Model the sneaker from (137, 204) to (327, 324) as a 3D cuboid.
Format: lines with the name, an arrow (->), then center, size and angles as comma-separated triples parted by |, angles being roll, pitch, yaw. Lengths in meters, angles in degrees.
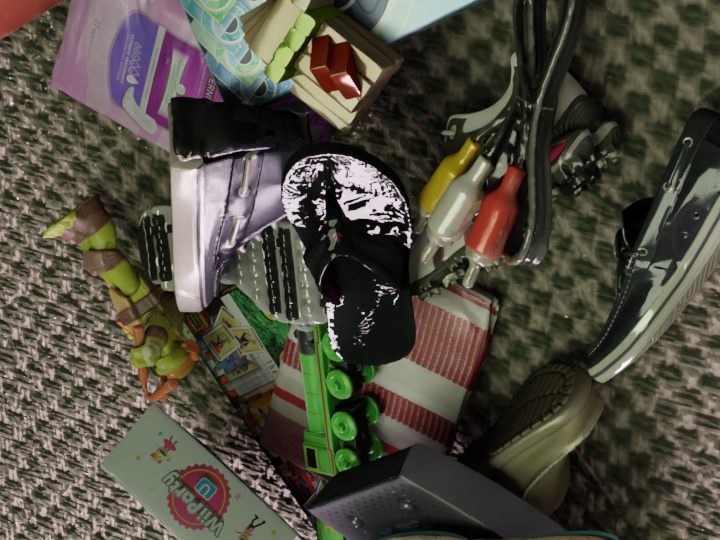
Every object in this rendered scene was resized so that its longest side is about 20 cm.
sneaker -> -0.064, -0.015, 1.193 | 0.199, 0.081, 0.076 | 15, 113, 38

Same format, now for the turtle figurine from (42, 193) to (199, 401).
turtle figurine -> -0.166, 0.022, 1.265 | 0.064, 0.200, 0.162 | -35, 98, -3

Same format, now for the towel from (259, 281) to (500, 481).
towel -> 0.011, 0.074, 1.233 | 0.143, 0.023, 0.202 | 25, 120, 15

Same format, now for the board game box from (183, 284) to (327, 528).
board game box -> -0.050, 0.099, 1.305 | 0.104, 0.023, 0.201 | -27, 100, 38

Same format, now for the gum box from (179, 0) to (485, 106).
gum box -> -0.025, -0.210, 1.039 | 0.199, 0.045, 0.171 | -22, 94, 25

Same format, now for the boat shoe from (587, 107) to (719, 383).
boat shoe -> 0.187, -0.015, 1.053 | 0.062, 0.074, 0.201 | 37, 126, 15

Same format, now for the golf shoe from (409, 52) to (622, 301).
golf shoe -> 0.081, -0.056, 1.105 | 0.200, 0.077, 0.088 | -44, 74, 35

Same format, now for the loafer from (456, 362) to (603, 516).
loafer -> 0.119, 0.130, 1.183 | 0.068, 0.076, 0.200 | 32, 144, -5

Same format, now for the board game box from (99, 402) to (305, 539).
board game box -> -0.098, 0.189, 1.274 | 0.147, 0.064, 0.200 | 40, 173, 18

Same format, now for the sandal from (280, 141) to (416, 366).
sandal -> 0.001, 0.000, 1.062 | 0.074, 0.048, 0.201 | -9, 138, 7

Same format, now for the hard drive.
hard drive -> 0.076, 0.190, 1.183 | 0.199, 0.043, 0.135 | 35, 147, -19

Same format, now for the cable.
cable -> 0.090, -0.083, 1.007 | 0.097, 0.050, 0.202 | 46, 126, 45

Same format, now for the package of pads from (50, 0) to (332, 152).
package of pads -> -0.111, -0.139, 1.164 | 0.199, 0.076, 0.121 | 30, 127, 13

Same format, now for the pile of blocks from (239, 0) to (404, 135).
pile of blocks -> -0.054, -0.170, 1.001 | 0.082, 0.062, 0.201 | -27, 92, 25

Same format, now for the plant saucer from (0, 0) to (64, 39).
plant saucer -> -0.308, -0.252, 1.214 | 0.199, 0.037, 0.202 | -19, 90, 42

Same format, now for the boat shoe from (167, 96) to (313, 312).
boat shoe -> -0.075, -0.036, 1.095 | 0.092, 0.075, 0.201 | -2, 151, -6

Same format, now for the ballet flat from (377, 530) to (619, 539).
ballet flat -> 0.077, 0.206, 1.105 | 0.198, 0.068, 0.068 | -10, 135, 33

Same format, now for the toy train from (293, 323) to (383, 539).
toy train -> -0.015, 0.120, 1.231 | 0.056, 0.042, 0.202 | 9, 115, 35
